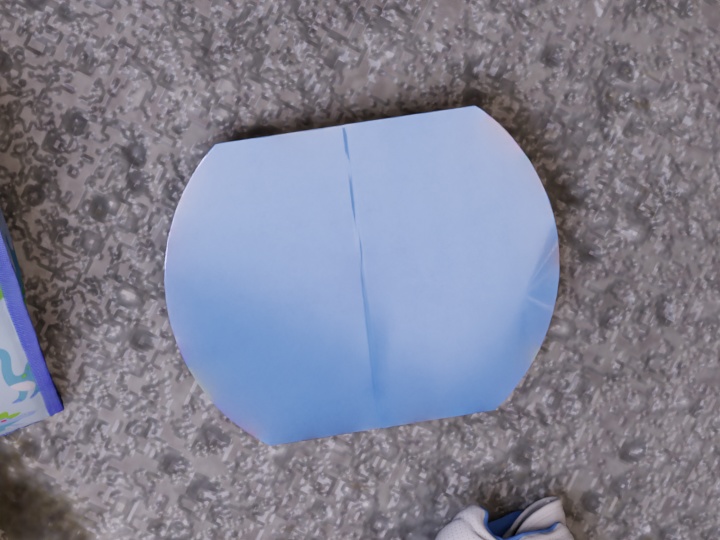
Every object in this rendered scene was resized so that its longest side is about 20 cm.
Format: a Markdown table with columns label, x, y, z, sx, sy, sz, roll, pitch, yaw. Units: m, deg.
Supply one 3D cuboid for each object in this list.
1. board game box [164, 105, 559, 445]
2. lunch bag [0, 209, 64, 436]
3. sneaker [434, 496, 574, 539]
| label | x | y | z | sx | sy | sz | roll | pitch | yaw |
| --- | --- | --- | --- | --- | --- | --- | --- | --- | --- |
| board game box | 0.000 | 0.000 | 1.034 | 0.199 | 0.039 | 0.159 | -9 | 105 | -5 |
| lunch bag | -0.239 | 0.022 | 0.943 | 0.169 | 0.128 | 0.201 | -19 | 131 | -8 |
| sneaker | 0.109 | 0.197 | 1.064 | 0.199 | 0.080 | 0.147 | 23 | 77 | -31 |
